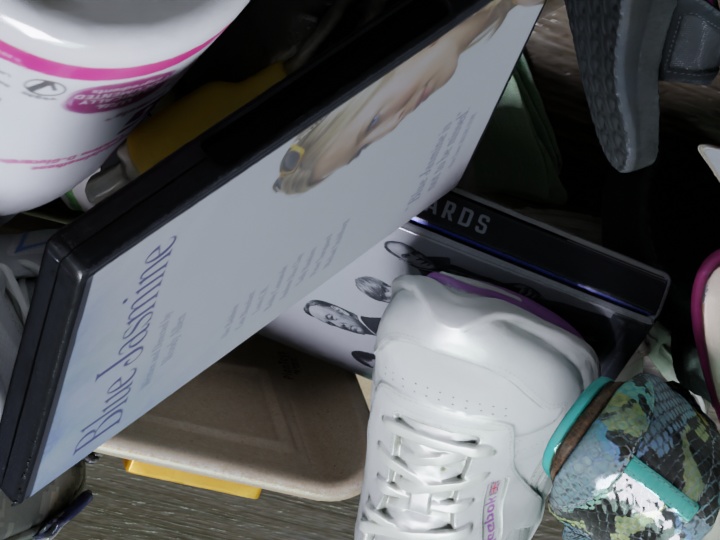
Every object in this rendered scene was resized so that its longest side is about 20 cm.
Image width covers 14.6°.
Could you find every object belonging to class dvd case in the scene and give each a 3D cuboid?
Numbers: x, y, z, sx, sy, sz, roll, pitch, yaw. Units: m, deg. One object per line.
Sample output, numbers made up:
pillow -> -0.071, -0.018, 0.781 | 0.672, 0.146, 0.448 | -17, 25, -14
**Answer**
dvd case -> -0.025, -0.019, 0.842 | 0.018, 0.200, 0.143 | 46, 149, 14
dvd case -> 0.000, 0.000, 1.015 | 0.200, 0.025, 0.150 | 23, 157, 0

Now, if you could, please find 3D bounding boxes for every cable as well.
cable -> 0.004, -0.074, 0.870 | 0.200, 0.050, 0.097 | -30, 169, 35

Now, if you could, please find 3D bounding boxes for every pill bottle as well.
pill bottle -> -0.107, -0.082, 0.832 | 0.113, 0.113, 0.200 | 13, 159, -19

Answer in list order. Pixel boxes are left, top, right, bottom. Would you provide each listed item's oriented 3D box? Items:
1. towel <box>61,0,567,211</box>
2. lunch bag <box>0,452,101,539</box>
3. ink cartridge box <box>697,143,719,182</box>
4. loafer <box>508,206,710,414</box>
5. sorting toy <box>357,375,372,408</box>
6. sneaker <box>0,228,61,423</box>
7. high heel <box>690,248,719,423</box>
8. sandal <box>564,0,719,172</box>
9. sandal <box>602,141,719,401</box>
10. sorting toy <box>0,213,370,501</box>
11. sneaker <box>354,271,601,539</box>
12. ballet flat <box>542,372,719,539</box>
towel -> -0.034, -0.056, 1.010 | 0.200, 0.023, 0.153 | 0, 158, 15
lunch bag -> -0.240, 0.078, 1.256 | 0.200, 0.140, 0.168 | -5, 173, 28
ink cartridge box -> 0.225, -0.021, 0.925 | 0.175, 0.084, 0.200 | 14, 164, 26
loafer -> 0.090, 0.024, 1.097 | 0.070, 0.070, 0.200 | -3, 164, 35
sorting toy -> 0.001, 0.052, 1.262 | 0.200, 0.037, 0.185 | 5, 160, 15
sneaker -> -0.094, 0.011, 0.897 | 0.087, 0.075, 0.200 | -25, 176, 12
high heel -> 0.159, 0.041, 0.999 | 0.067, 0.096, 0.200 | -34, 127, 5
sandal -> 0.091, -0.087, 0.833 | 0.048, 0.075, 0.200 | -12, 160, -4
sandal -> 0.138, 0.012, 1.066 | 0.048, 0.075, 0.200 | -5, 148, 35
sorting toy -> -0.103, 0.030, 1.084 | 0.200, 0.037, 0.185 | 10, -157, -16
sneaker -> 0.037, 0.071, 0.982 | 0.075, 0.100, 0.200 | 17, 155, 14
ballet flat -> 0.105, 0.077, 0.981 | 0.074, 0.074, 0.200 | 1, 178, 11
